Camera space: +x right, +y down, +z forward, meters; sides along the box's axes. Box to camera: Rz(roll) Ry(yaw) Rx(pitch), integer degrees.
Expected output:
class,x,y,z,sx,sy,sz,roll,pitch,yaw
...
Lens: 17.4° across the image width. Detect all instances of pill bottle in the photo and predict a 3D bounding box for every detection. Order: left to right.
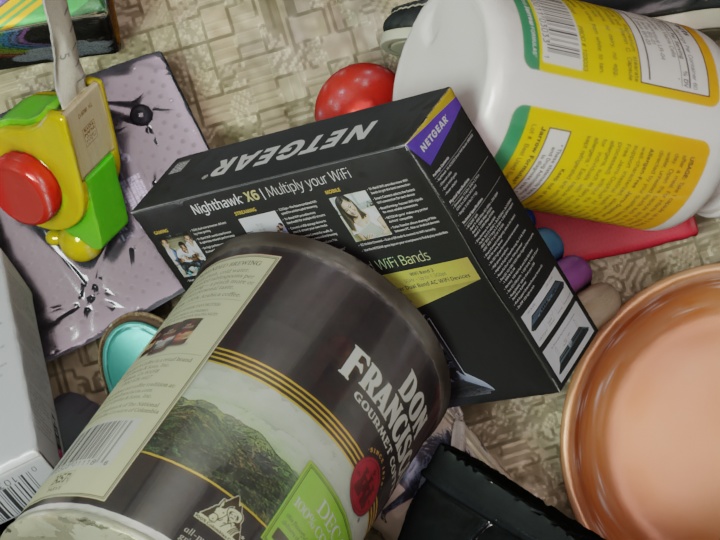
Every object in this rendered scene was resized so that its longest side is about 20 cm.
class,x,y,z,sx,sy,sz,roll,pitch,yaw
pill bottle,0.127,-0.082,1.244,0.200,0.113,0.113,9,86,-27

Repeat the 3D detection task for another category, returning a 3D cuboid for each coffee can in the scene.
class,x,y,z,sx,sy,sz,roll,pitch,yaw
coffee can,-0.063,0.100,1.144,0.146,0.146,0.200,34,52,1

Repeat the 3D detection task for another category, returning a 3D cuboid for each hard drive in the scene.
class,x,y,z,sx,sy,sz,roll,pitch,yaw
hard drive,-0.173,-0.023,1.307,0.200,0.042,0.135,-27,87,-4

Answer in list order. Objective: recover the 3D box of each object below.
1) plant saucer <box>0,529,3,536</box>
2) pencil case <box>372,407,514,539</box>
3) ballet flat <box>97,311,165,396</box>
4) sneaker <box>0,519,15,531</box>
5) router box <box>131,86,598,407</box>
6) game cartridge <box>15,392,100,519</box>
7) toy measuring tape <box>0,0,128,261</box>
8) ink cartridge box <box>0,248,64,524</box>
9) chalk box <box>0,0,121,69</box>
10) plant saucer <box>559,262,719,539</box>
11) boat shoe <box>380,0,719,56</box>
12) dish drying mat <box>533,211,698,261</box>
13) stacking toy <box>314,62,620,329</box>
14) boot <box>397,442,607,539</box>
class,x,y,z,sx,sy,sz,roll,pitch,yaw
plant saucer,-0.208,0.207,1.255,0.200,0.035,0.201,7,120,12
pencil case,0.078,0.152,1.276,0.200,0.089,0.078,46,45,5
ballet flat,-0.069,0.105,1.292,0.070,0.065,0.200,-37,88,16
sneaker,-0.221,0.116,1.282,0.199,0.074,0.080,17,84,-1
router box,0.000,0.000,1.216,0.157,0.200,0.052,57,46,-23
game cartridge,-0.108,0.152,1.249,0.200,0.133,0.041,43,107,-1
toy measuring tape,-0.169,-0.088,1.223,0.073,0.074,0.200,-11,127,-2
ink cartridge box,-0.256,0.077,1.224,0.196,0.200,0.043,-27,132,7
chalk box,-0.240,-0.170,1.274,0.199,0.125,0.124,-9,87,-3
plant saucer,0.209,0.096,1.313,0.199,0.037,0.201,0,86,-1
boat shoe,0.107,-0.155,1.307,0.199,0.075,0.066,-5,84,-2
dish drying mat,0.085,-0.036,1.327,0.199,0.018,0.077,-11,88,-1
stacking toy,0.050,-0.032,1.280,0.085,0.085,0.200,-38,84,-3
boot,0.068,0.198,1.185,0.198,0.073,0.163,31,94,29
